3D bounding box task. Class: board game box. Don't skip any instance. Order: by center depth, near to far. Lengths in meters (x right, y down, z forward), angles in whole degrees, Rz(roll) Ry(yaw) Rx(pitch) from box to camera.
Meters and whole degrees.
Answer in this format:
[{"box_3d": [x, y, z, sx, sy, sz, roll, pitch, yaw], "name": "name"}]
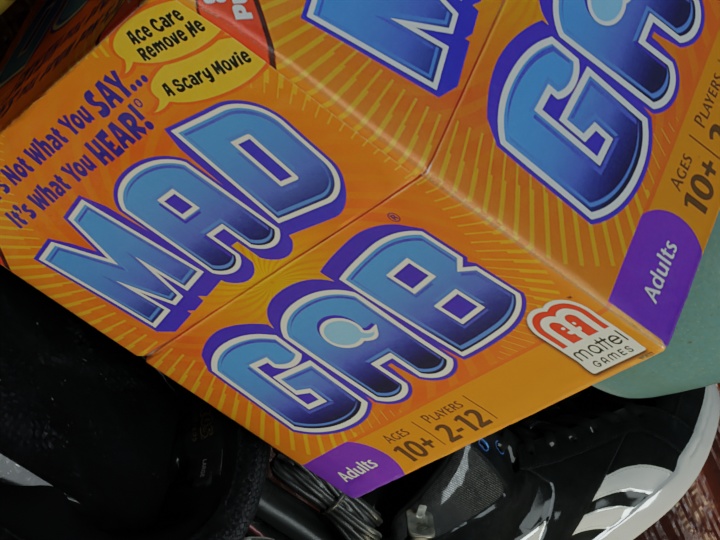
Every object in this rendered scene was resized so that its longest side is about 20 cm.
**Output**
[{"box_3d": [0.005, -0.075, 0.898, 0.200, 0.200, 0.200, 35, 57, -16], "name": "board game box"}]

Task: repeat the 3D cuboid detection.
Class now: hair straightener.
[{"box_3d": [0.001, 0.109, 1.069, 0.200, 0.077, 0.041, 44, 35, -9], "name": "hair straightener"}]

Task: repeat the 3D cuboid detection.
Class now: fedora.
[{"box_3d": [-0.133, 0.048, 0.950, 0.200, 0.092, 0.201, 15, 63, -32], "name": "fedora"}]

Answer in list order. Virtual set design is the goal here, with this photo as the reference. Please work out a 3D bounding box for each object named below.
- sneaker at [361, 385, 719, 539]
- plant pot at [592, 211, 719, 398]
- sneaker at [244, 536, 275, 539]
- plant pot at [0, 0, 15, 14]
[{"box_3d": [0.079, 0.079, 1.146, 0.200, 0.073, 0.112, -45, 120, -26], "name": "sneaker"}, {"box_3d": [0.130, -0.023, 1.127, 0.200, 0.200, 0.135, 21, 115, -38], "name": "plant pot"}, {"box_3d": [-0.092, 0.147, 1.013, 0.200, 0.080, 0.074, 0, 83, -36], "name": "sneaker"}, {"box_3d": [-0.159, -0.191, 0.874, 0.189, 0.201, 0.201, -49, 122, -42], "name": "plant pot"}]
